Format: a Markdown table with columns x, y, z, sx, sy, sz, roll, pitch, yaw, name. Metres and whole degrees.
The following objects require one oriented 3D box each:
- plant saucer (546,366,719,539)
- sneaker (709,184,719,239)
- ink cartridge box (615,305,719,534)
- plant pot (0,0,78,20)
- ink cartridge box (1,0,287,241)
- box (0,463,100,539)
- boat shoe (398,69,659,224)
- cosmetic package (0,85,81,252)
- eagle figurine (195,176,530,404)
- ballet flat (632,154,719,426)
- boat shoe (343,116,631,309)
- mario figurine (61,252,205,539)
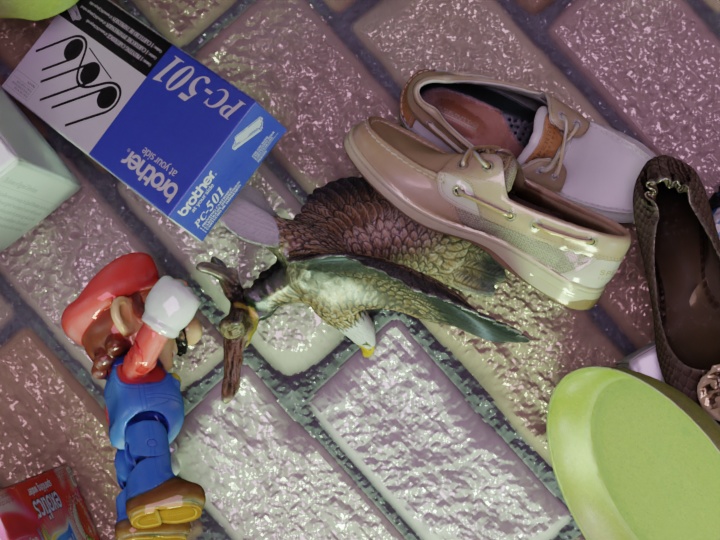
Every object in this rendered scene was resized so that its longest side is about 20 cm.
| x | y | z | sx | sy | sz | roll | pitch | yaw | name |
| --- | --- | --- | --- | --- | --- | --- | --- | --- | --- |
| 0.199 | 0.145 | 1.106 | 0.031 | 0.200 | 0.200 | -29 | 87 | -26 | plant saucer |
| 0.310 | -0.068 | 1.161 | 0.087 | 0.075 | 0.200 | 41 | 90 | -3 | sneaker |
| 0.293 | 0.075 | 1.147 | 0.200 | 0.083 | 0.145 | -30 | 86 | 0 | ink cartridge box |
| -0.217 | -0.265 | 1.096 | 0.200 | 0.184 | 0.201 | 9 | 60 | -15 | plant pot |
| -0.147 | -0.109 | 1.137 | 0.200 | 0.044 | 0.094 | 36 | 88 | 36 | ink cartridge box |
| -0.232 | 0.195 | 1.101 | 0.095 | 0.200 | 0.100 | -24 | 87 | 3 | box |
| 0.120 | -0.083 | 1.167 | 0.199 | 0.068 | 0.075 | 18 | 86 | 1 | boat shoe |
| -0.311 | -0.047 | 1.113 | 0.200 | 0.199 | 0.123 | -38 | 87 | 0 | cosmetic package |
| 0.002 | 0.003 | 1.143 | 0.199 | 0.151 | 0.152 | -16 | 73 | 11 | eagle figurine |
| 0.216 | 0.013 | 1.098 | 0.067 | 0.046 | 0.200 | -13 | 65 | 9 | ballet flat |
| 0.083 | -0.052 | 1.122 | 0.200 | 0.072 | 0.065 | 33 | 118 | 8 | boat shoe |
| -0.130 | 0.079 | 1.147 | 0.123 | 0.106 | 0.200 | -26 | 62 | 29 | mario figurine |
